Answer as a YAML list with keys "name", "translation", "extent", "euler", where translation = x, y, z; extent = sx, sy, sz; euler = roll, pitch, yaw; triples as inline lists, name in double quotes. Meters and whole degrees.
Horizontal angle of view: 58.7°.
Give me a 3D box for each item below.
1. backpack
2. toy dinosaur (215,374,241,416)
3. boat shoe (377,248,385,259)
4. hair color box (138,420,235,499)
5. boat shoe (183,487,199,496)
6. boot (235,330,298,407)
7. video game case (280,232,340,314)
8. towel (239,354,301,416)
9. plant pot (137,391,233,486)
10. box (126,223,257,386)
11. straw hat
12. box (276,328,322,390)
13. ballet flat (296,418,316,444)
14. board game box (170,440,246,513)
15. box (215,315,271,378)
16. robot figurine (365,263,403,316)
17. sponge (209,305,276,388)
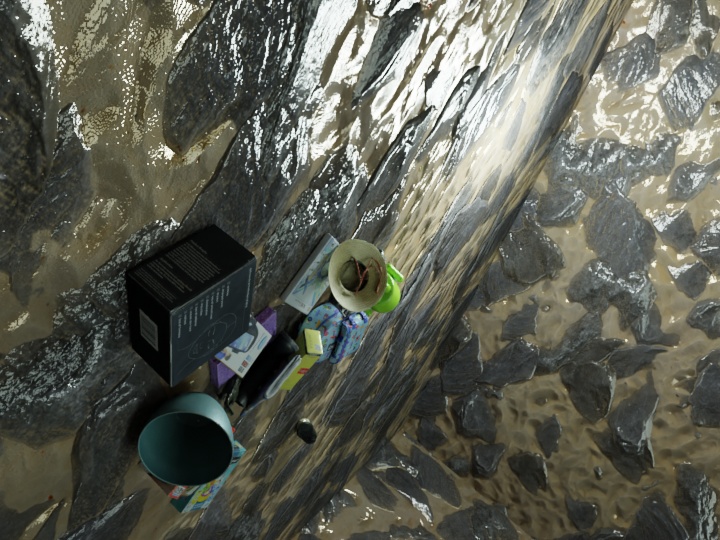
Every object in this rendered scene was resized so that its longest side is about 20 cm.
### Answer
- name: "backpack"
  translation: [-0.093, 0.180, 1.818]
  extent: [0.199, 0.134, 0.185]
  euler: [-22, 142, -53]
- name: "toy dinosaur"
  translation: [-0.316, 0.300, 1.544]
  extent: [0.089, 0.047, 0.201]
  euler: [-54, -162, 26]
- name: "boat shoe"
  translation: [0.001, 0.000, 1.864]
  extent: [0.200, 0.069, 0.073]
  euler: [-38, 136, -37]
- name: "hair color box"
  translation: [-0.402, 0.411, 1.490]
  extent: [0.201, 0.110, 0.064]
  euler: [-50, 159, -16]
- name: "boat shoe"
  translation: [-0.413, 0.511, 1.682]
  extent: [0.202, 0.074, 0.068]
  euler: [-55, 166, 2]
- name: "boot"
  translation: [-0.250, 0.253, 1.624]
  extent: [0.200, 0.066, 0.165]
  euler: [-46, 175, -20]
- name: "video game case"
  translation: [-0.114, 0.013, 1.660]
  extent: [0.202, 0.022, 0.182]
  euler: [-55, 161, -4]
- name: "towel"
  translation: [-0.231, 0.298, 1.637]
  extent: [0.147, 0.024, 0.200]
  euler: [-50, -175, -39]
- name: "plant pot"
  translation: [-0.369, 0.345, 1.393]
  extent: [0.135, 0.197, 0.203]
  euler: [-99, -146, -63]
- name: "box"
  translation: [-0.299, 0.061, 1.145]
  extent: [0.196, 0.123, 0.202]
  euler: [-35, 152, -41]
- name: "straw hat"
  translation: [-0.028, 0.016, 1.697]
  extent: [0.201, 0.203, 0.084]
  euler: [-41, -159, -33]
- name: "box"
  translation: [-0.171, 0.243, 1.728]
  extent: [0.049, 0.076, 0.201]
  euler: [13, 136, -30]
- name: "ballet flat"
  translation: [-0.204, 0.589, 2.367]
  extent: [0.065, 0.057, 0.201]
  euler: [-22, 148, -8]
- name: "board game box"
  translation: [-0.425, 0.579, 1.805]
  extent: [0.202, 0.047, 0.151]
  euler: [-55, 161, -2]
- name: "box"
  translation: [-0.272, 0.158, 1.430]
  extent: [0.120, 0.041, 0.201]
  euler: [-55, 149, -15]
- name: "robot figurine"
  translation: [0.064, 0.069, 2.029]
  extent: [0.176, 0.115, 0.200]
  euler: [-48, 161, -1]
- name: "sponge"
  translation: [-0.279, 0.184, 1.535]
  extent: [0.200, 0.030, 0.113]
  euler: [-44, 158, -33]
